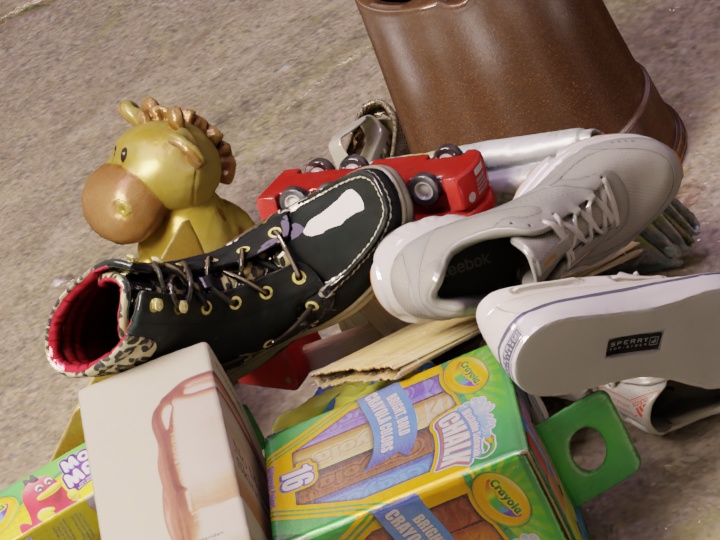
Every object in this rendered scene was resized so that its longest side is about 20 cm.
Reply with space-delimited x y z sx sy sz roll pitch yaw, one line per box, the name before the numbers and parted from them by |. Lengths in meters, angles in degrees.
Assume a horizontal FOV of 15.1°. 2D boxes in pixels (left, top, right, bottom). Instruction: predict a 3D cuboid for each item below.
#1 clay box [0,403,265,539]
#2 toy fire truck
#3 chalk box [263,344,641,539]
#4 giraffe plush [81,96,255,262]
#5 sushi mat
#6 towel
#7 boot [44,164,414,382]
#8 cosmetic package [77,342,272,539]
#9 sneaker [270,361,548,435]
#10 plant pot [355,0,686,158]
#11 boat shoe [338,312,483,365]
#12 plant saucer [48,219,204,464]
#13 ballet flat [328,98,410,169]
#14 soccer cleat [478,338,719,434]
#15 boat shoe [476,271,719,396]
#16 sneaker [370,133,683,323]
clay box | -0.147 0.154 1.686 0.200 0.115 0.048 -31 46 -7
toy fire truck | 0.000 0.000 1.704 0.200 0.141 0.049 -5 26 27
chalk box | 0.061 0.134 1.544 0.200 0.124 0.124 -23 28 9
giraffe plush | -0.130 -0.035 1.936 0.172 0.162 0.200 -1 38 39
sushi mat | 0.072 0.025 1.648 0.200 0.012 0.096 -26 9 -30
towel | 0.098 -0.037 1.755 0.200 0.171 0.048 -9 66 29
boot | -0.077 0.006 1.607 0.204 0.074 0.154 -37 -21 29
cosmetic package | -0.094 0.149 1.534 0.087 0.103 0.200 -22 41 4
sneaker | 0.037 0.078 1.707 0.200 0.076 0.105 -8 33 31
plant pot | 0.100 -0.143 1.890 0.200 0.198 0.200 -21 28 12
boat shoe | 0.081 0.029 1.762 0.201 0.072 0.066 3 31 32
plant saucer | -0.159 0.096 1.783 0.200 0.048 0.200 -60 3 42
ballet flat | -0.006 -0.059 1.966 0.068 0.075 0.200 -12 32 23
soccer cleat | 0.161 0.061 1.634 0.200 0.069 0.085 0 44 22
boat shoe | 0.157 0.027 1.548 0.200 0.071 0.070 -7 33 -26
sneaker | 0.110 -0.017 1.581 0.200 0.076 0.092 -27 17 -14
